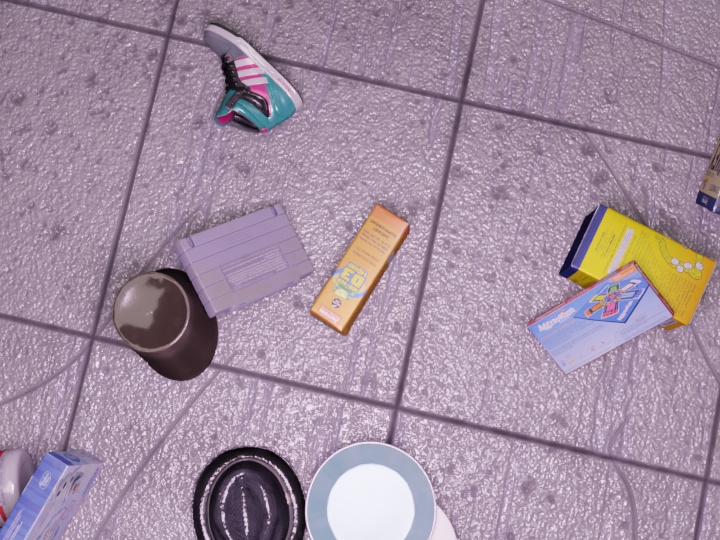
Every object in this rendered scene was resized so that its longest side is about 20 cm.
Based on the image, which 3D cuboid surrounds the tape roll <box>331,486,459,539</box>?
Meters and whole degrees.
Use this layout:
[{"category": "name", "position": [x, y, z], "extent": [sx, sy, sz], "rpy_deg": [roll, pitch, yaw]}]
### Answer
[{"category": "tape roll", "position": [0.052, 0.430, 1.658], "extent": [0.200, 0.037, 0.206], "rpy_deg": [0, 82, 0]}]

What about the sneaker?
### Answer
[{"category": "sneaker", "position": [-0.202, -0.292, 1.737], "extent": [0.200, 0.084, 0.121], "rpy_deg": [42, 75, 4]}]

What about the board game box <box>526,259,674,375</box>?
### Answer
[{"category": "board game box", "position": [0.360, 0.074, 1.644], "extent": [0.199, 0.019, 0.103], "rpy_deg": [-34, 103, 32]}]

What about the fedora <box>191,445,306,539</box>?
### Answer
[{"category": "fedora", "position": [-0.171, 0.367, 1.638], "extent": [0.197, 0.092, 0.204], "rpy_deg": [0, 82, 1]}]

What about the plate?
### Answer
[{"category": "plate", "position": [0.016, 0.359, 1.637], "extent": [0.197, 0.026, 0.203], "rpy_deg": [0, 82, 1]}]

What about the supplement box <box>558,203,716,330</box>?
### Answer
[{"category": "supplement box", "position": [0.424, -0.003, 1.679], "extent": [0.198, 0.109, 0.111], "rpy_deg": [27, 83, 3]}]

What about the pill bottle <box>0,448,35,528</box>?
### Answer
[{"category": "pill bottle", "position": [-0.595, 0.339, 1.633], "extent": [0.197, 0.112, 0.114], "rpy_deg": [-10, 82, -1]}]

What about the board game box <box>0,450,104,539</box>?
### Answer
[{"category": "board game box", "position": [-0.465, 0.360, 1.587], "extent": [0.043, 0.199, 0.202], "rpy_deg": [29, 83, 6]}]

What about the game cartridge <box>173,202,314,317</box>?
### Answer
[{"category": "game cartridge", "position": [-0.176, -0.016, 1.672], "extent": [0.199, 0.038, 0.131], "rpy_deg": [-23, 86, -38]}]

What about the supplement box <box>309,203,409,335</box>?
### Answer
[{"category": "supplement box", "position": [0.000, 0.000, 1.702], "extent": [0.066, 0.069, 0.201], "rpy_deg": [31, 86, 6]}]

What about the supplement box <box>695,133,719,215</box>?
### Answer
[{"category": "supplement box", "position": [0.649, -0.157, 1.662], "extent": [0.197, 0.134, 0.203], "rpy_deg": [18, 101, 2]}]

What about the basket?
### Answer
[{"category": "basket", "position": [-0.294, 0.070, 1.625], "extent": [0.134, 0.200, 0.183], "rpy_deg": [-18, 82, -3]}]
